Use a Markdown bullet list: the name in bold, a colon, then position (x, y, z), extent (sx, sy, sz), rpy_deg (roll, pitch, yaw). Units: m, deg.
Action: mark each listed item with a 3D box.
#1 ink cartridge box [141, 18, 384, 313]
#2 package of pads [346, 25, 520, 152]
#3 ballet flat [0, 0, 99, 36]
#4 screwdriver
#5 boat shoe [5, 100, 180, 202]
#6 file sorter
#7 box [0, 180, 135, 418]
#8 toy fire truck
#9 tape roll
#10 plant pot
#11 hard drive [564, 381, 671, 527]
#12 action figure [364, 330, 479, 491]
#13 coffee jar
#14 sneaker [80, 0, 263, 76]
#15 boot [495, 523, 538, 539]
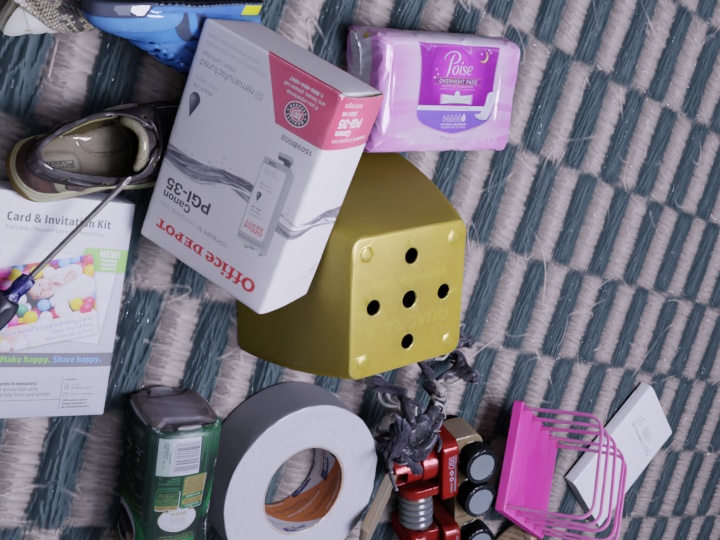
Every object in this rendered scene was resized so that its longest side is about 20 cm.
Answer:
- **ink cartridge box**: position (-0.087, -0.088, 0.732), extent (0.082, 0.145, 0.203), rpy_deg (-24, 142, -61)
- **package of pads**: position (0.074, -0.191, 0.913), extent (0.196, 0.075, 0.124), rpy_deg (-7, 112, -34)
- **ballet flat**: position (-0.281, -0.227, 0.655), extent (0.075, 0.068, 0.199), rpy_deg (-47, 136, 13)
- **screwdriver**: position (-0.260, -0.005, 0.710), extent (0.200, 0.028, 0.029), rpy_deg (-45, 171, -7)
- **boat shoe**: position (-0.198, -0.104, 0.736), extent (0.198, 0.064, 0.075), rpy_deg (-28, 105, -39)
- **file sorter**: position (0.276, 0.277, 1.139), extent (0.200, 0.123, 0.142), rpy_deg (45, 54, -54)
- **box**: position (-0.290, 0.028, 0.753), extent (0.153, 0.041, 0.205), rpy_deg (4, 103, -37)
- **toy fire truck**: position (0.070, 0.298, 1.070), extent (0.195, 0.129, 0.180), rpy_deg (-9, 113, -20)
- **tape roll**: position (-0.078, 0.232, 0.964), extent (0.197, 0.066, 0.205), rpy_deg (-13, 113, -31)
- **plant pot**: position (0.000, 0.000, 0.866), extent (0.196, 0.175, 0.205), rpy_deg (-11, 112, -32)
- **hard drive**: position (0.414, 0.293, 1.365), extent (0.200, 0.026, 0.133), rpy_deg (-46, 127, -13)
- **action figure**: position (0.062, 0.159, 1.016), extent (0.201, 0.100, 0.120), rpy_deg (-51, 136, -32)
- **coffee jar**: position (-0.194, 0.228, 0.854), extent (0.084, 0.104, 0.205), rpy_deg (0, 107, -32)
- **sneaker**: position (-0.153, -0.196, 0.720), extent (0.199, 0.065, 0.080), rpy_deg (-24, 137, -58)
- **boot**: position (0.247, 0.471, 1.299), extent (0.165, 0.072, 0.204), rpy_deg (12, 98, -50)
